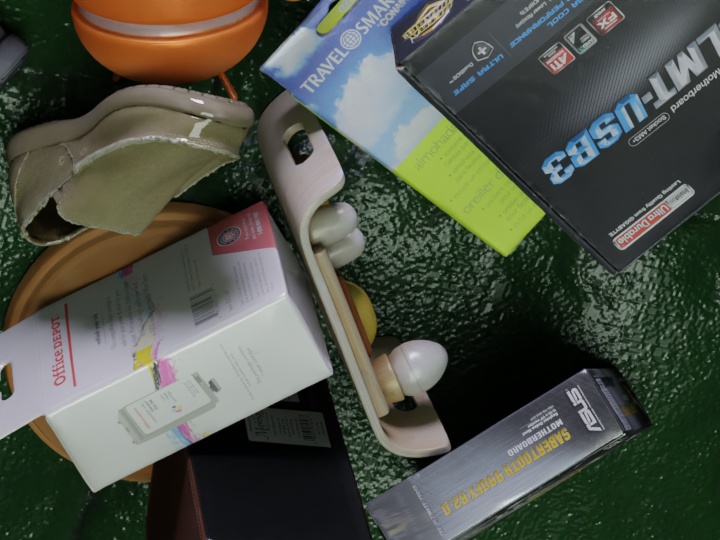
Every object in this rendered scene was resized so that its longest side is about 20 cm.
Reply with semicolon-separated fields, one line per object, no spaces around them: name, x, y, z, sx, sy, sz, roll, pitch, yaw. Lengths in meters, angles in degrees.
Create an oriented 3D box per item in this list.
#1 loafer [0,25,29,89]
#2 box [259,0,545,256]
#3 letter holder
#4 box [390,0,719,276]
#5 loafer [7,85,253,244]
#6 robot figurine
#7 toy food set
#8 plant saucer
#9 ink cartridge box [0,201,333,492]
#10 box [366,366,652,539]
loafer;-0.278;-0.076;1.454;0.063;0.072;0.200;43;99;-7
box;0.050;-0.111;1.458;0.200;0.048;0.122;36;106;-24
letter holder;-0.067;0.166;1.499;0.100;0.200;0.142;5;118;-14
box;0.154;-0.123;1.408;0.200;0.050;0.198;-38;117;18
loafer;-0.131;-0.056;1.415;0.076;0.200;0.068;9;76;-36
robot figurine;-0.110;-0.190;1.386;0.144;0.117;0.200;-13;123;-19
toy food set;0.000;0.000;1.495;0.060;0.144;0.200;-21;120;-2
plant saucer;-0.124;0.053;1.563;0.200;0.037;0.201;-4;119;-8
ink cartridge box;-0.125;0.052;1.474;0.200;0.117;0.068;-26;121;5
box;0.098;0.121;1.555;0.158;0.200;0.048;-33;82;8
